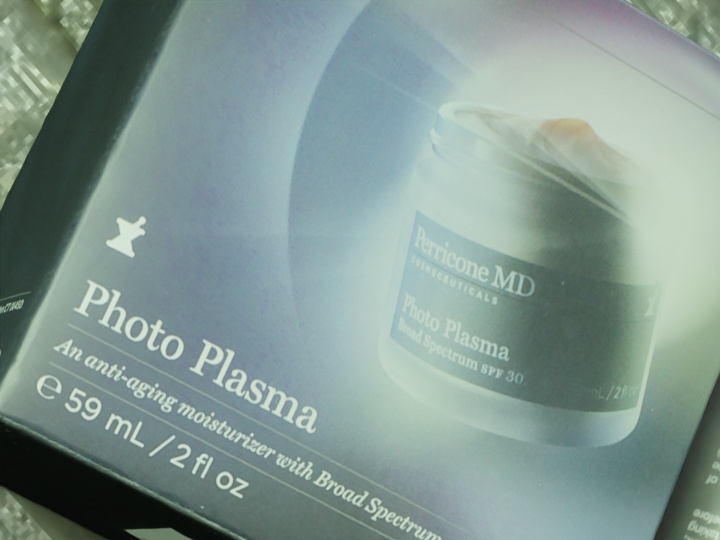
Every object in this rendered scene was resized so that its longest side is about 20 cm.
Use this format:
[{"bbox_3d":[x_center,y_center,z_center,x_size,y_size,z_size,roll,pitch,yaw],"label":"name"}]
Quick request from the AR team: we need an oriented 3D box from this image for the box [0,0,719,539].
[{"bbox_3d":[0.000,0.000,0.814,0.199,0.123,0.199,28,74,-17],"label":"box"}]

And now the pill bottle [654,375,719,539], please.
[{"bbox_3d":[0.122,0.088,0.858,0.110,0.111,0.201,28,75,-16],"label":"pill bottle"}]
